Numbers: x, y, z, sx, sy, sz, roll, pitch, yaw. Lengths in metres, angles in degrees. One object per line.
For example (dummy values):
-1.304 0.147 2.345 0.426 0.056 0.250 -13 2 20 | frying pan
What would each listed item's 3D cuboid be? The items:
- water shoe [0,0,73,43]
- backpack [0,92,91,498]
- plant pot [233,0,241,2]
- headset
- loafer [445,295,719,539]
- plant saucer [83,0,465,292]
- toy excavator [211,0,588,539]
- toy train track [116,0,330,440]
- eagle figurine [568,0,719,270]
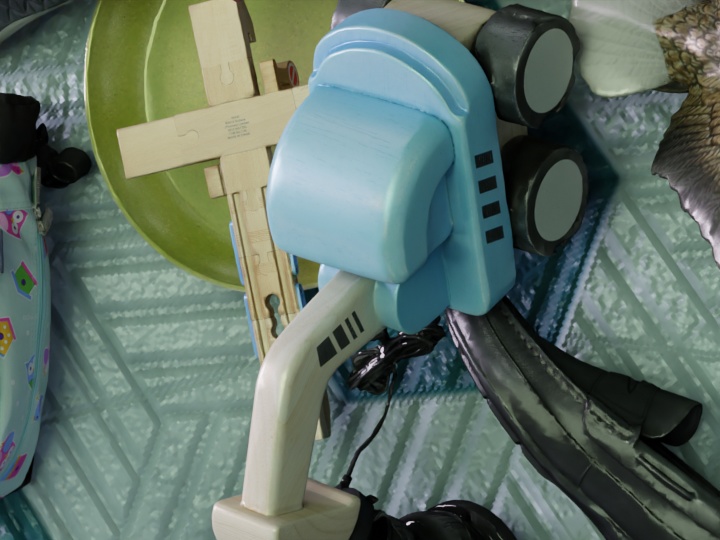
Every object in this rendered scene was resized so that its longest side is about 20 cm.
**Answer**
-0.168 -0.152 1.408 0.199 0.079 0.072 -9 121 45 | water shoe
-0.221 0.021 1.389 0.166 0.126 0.201 -3 90 22 | backpack
-0.017 -0.241 1.256 0.177 0.200 0.201 -24 77 3 | plant pot
0.022 0.124 1.268 0.094 0.123 0.201 -36 54 43 | headset
0.115 0.075 1.259 0.070 0.068 0.201 -43 76 9 | loafer
-0.034 -0.089 1.355 0.199 0.031 0.201 -1 87 25 | plant saucer
0.000 0.000 1.218 0.100 0.200 0.195 19 133 35 | toy excavator
-0.042 -0.022 1.325 0.114 0.033 0.201 -11 89 18 | toy train track
0.180 -0.077 1.166 0.150 0.200 0.152 -28 97 -1 | eagle figurine
